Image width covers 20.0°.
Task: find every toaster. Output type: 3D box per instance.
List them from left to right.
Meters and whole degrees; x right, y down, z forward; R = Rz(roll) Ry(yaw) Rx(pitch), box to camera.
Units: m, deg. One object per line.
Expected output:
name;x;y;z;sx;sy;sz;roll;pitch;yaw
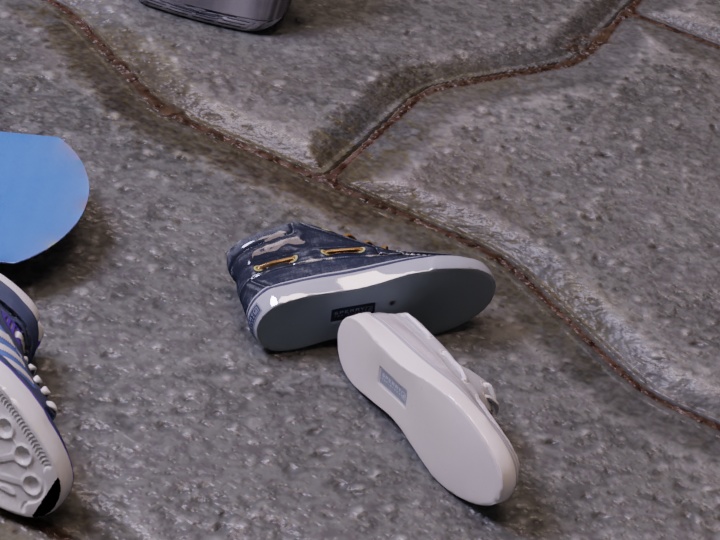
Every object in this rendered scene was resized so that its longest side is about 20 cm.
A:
toaster;-0.136;-0.309;1.897;0.199;0.130;0.114;14;34;1

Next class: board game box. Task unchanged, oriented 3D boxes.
board game box;-0.309;-0.047;1.562;0.199;0.039;0.158;5;40;-1

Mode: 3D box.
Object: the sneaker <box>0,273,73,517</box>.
sneaker;-0.237;0.069;1.382;0.200;0.081;0.146;43;26;12

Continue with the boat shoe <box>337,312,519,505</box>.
boat shoe;0.060;0.093;1.454;0.068;0.072;0.200;-13;33;-32

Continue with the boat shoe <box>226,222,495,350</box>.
boat shoe;0.000;0.000;1.552;0.199;0.071;0.091;-6;43;-21
